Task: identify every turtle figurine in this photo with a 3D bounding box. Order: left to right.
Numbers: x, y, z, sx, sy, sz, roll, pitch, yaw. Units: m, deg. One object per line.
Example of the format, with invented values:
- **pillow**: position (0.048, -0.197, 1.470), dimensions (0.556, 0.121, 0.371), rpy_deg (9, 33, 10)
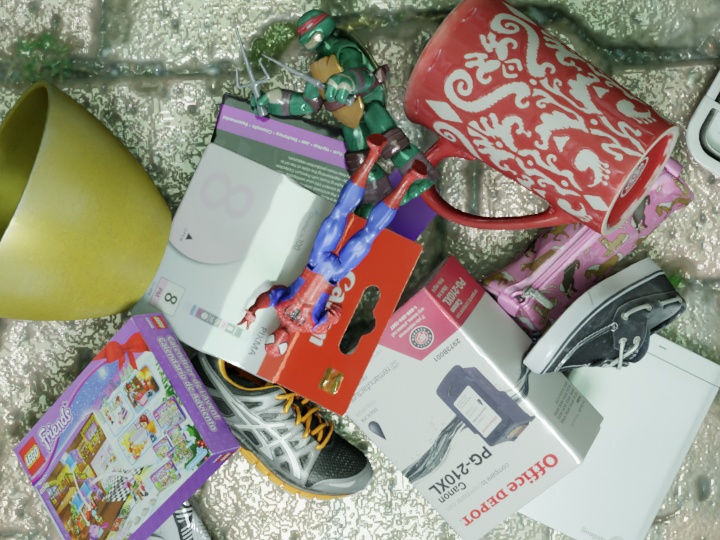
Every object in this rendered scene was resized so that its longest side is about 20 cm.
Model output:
- **turtle figurine**: position (-0.018, -0.143, 1.279), dimensions (0.101, 0.150, 0.201), rpy_deg (-36, 98, -19)

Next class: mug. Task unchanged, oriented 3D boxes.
- **mug**: position (0.149, -0.114, 1.303), dimensions (0.200, 0.178, 0.133), rpy_deg (35, 46, 18)

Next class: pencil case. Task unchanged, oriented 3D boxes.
- **pencil case**: position (0.199, -0.026, 1.355), dimensions (0.200, 0.087, 0.083), rpy_deg (-43, 124, -2)

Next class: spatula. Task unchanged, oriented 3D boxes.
- **spatula**: position (0.000, 0.000, 1.376), dimensions (0.056, 0.021, 0.200), rpy_deg (35, 95, 12)

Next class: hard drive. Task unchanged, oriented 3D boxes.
- **hard drive**: position (0.231, 0.150, 1.404), dimensions (0.131, 0.027, 0.201), rpy_deg (26, 93, -5)

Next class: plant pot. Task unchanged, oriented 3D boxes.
- **plant pot**: position (-0.243, -0.038, 1.287), dimensions (0.141, 0.200, 0.201), rpy_deg (25, 92, -26)

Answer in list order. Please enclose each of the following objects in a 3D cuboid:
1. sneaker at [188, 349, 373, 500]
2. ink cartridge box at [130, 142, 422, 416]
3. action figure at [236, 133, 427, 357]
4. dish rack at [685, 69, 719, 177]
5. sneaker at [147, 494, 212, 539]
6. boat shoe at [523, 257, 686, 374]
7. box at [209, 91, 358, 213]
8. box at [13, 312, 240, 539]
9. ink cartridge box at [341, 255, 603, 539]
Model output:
- **sneaker**: position (-0.071, 0.129, 1.343), dimensions (0.199, 0.078, 0.077), rpy_deg (32, 120, -6)
- **ink cartridge box**: position (-0.072, 0.006, 1.285), dimensions (0.199, 0.057, 0.163), rpy_deg (25, 89, 23)
- **action figure**: position (-0.027, -0.004, 1.209), dimensions (0.065, 0.099, 0.200), rpy_deg (33, 111, 1)
- **dish rack**: position (0.398, -0.152, 1.384), dimensions (0.171, 0.044, 0.201), rpy_deg (30, 92, -5)
- **sneaker**: position (-0.179, 0.262, 1.357), dimensions (0.115, 0.075, 0.201), rpy_deg (-29, 99, -4)
- **boat shoe**: position (0.215, 0.052, 1.320), dimensions (0.068, 0.200, 0.072), rpy_deg (47, 129, 15)
- **box**: position (-0.080, -0.039, 1.354), dimensions (0.142, 0.036, 0.201), rpy_deg (17, 89, -1)
- **box**: position (-0.200, 0.149, 1.294), dimensions (0.200, 0.039, 0.137), rpy_deg (-45, 69, 31)
- **ink cartridge box**: position (0.087, 0.113, 1.328), dimensions (0.200, 0.084, 0.145), rpy_deg (47, 120, -2)
